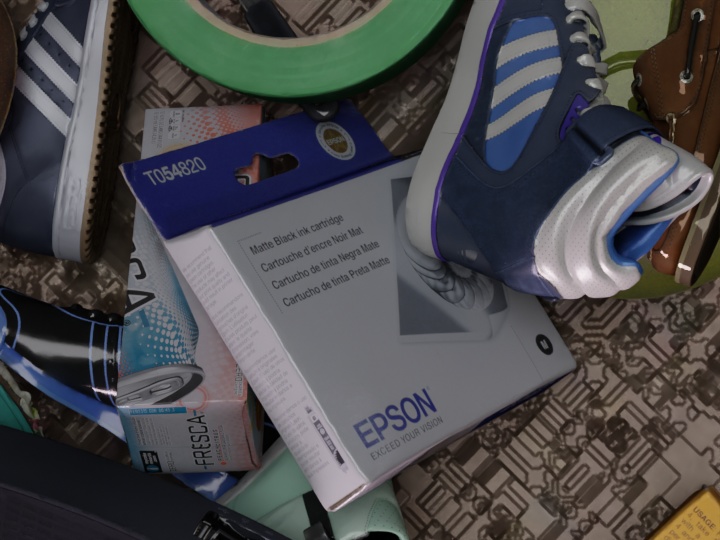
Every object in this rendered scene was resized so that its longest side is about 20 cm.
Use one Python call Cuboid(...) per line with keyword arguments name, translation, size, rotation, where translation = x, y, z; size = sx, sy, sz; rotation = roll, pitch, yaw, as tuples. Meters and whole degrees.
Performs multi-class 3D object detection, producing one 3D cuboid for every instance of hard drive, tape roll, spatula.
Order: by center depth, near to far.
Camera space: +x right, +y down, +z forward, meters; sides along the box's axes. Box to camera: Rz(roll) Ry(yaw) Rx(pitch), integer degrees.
Cuboid(name="hard drive", translation=(-0.132, 0.162, 0.947), size=(0.199, 0.042, 0.136), rotation=(18, 112, 16))
Cuboid(name="tape roll", translation=(-0.033, -0.190, 1.003), size=(0.199, 0.048, 0.202), rotation=(0, 90, 6))
Cuboid(name="spatula", translation=(-0.066, -0.161, 1.063), size=(0.056, 0.021, 0.201), rotation=(-32, 72, -5))

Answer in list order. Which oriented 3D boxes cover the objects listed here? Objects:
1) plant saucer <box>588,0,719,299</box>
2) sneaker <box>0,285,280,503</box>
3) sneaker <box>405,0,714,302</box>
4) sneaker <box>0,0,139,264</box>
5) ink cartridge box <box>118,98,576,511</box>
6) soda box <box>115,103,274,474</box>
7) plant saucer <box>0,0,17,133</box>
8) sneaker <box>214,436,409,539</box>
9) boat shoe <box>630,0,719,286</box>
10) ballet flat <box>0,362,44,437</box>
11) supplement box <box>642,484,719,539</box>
Cuboid(name="plant saucer", translation=(0.148, -0.086, 1.044), size=(0.198, 0.031, 0.202), rotation=(-1, 84, 7))
Cuboid(name="sneaker", translation=(-0.122, 0.051, 1.044), size=(0.199, 0.070, 0.078), rotation=(32, 87, 2))
Cuboid(name="sneaker", translation=(0.120, -0.079, 0.962), size=(0.146, 0.081, 0.201), rotation=(14, 72, 29))
Cuboid(name="sneaker", translation=(-0.185, -0.110, 1.065), size=(0.108, 0.070, 0.202), rotation=(8, 88, 5))
Cuboid(name="ink cartridge box", translation=(0.000, 0.000, 0.978), size=(0.041, 0.199, 0.201), rotation=(-40, 79, 39))
Cuboid(name="soda box", translation=(-0.083, 0.005, 0.996), size=(0.068, 0.064, 0.201), rotation=(-3, 50, 3))
Cuboid(name="plant saucer", translation=(-0.276, -0.087, 1.042), size=(0.199, 0.034, 0.202), rotation=(-15, 56, 24))
Cuboid(name="sneaker", translation=(-0.054, 0.173, 0.973), size=(0.074, 0.118, 0.201), rotation=(33, 104, -29))
Cuboid(name="boat shoe", translation=(0.175, -0.092, 0.997), size=(0.068, 0.072, 0.201), rotation=(16, 77, 12))
Cuboid(name="ballet flat", translation=(-0.182, 0.128, 1.035), size=(0.075, 0.064, 0.201), rotation=(-23, 108, -16))
Cuboid(name="supplement box", translation=(0.131, 0.201, 0.997), size=(0.069, 0.067, 0.200), rotation=(44, 91, 9))
